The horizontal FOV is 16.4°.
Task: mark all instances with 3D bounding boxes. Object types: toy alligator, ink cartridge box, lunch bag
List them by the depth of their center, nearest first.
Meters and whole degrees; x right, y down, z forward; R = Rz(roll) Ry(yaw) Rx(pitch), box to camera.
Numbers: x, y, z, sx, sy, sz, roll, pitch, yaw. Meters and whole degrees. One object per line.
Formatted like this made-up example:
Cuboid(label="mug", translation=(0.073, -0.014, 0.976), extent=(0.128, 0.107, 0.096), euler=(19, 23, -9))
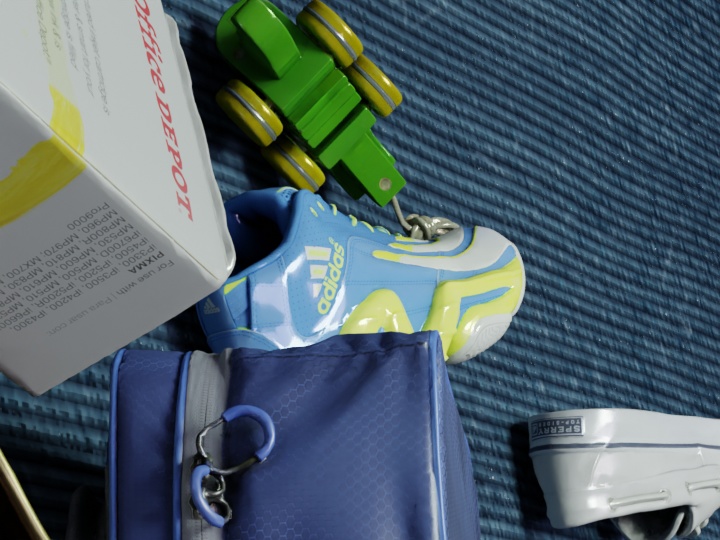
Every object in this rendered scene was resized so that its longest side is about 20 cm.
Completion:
Cuboid(label="ink cartridge box", translation=(-0.136, -0.075, 0.774), extent=(0.200, 0.083, 0.146), euler=(44, 22, -44))
Cuboid(label="lunch bag", translation=(-0.028, 0.106, 0.853), extent=(0.200, 0.131, 0.137), euler=(74, 13, -62))
Cuboid(label="toy alligator", translation=(-0.016, -0.064, 1.066), extent=(0.054, 0.059, 0.200), euler=(42, -4, 38))

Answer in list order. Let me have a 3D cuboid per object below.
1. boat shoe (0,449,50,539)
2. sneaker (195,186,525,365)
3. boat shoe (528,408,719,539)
Cuboid(label="boat shoe", translation=(-0.145, 0.046, 0.762), extent=(0.201, 0.068, 0.072), euler=(62, 34, -24))
Cuboid(label="sneaker", translation=(0.000, 0.000, 1.029), extent=(0.200, 0.075, 0.106), euler=(-41, 112, -54))
Cuboid(label="boat shoe", translation=(0.148, 0.109, 1.274), extent=(0.199, 0.073, 0.066), euler=(9, 75, -49))
